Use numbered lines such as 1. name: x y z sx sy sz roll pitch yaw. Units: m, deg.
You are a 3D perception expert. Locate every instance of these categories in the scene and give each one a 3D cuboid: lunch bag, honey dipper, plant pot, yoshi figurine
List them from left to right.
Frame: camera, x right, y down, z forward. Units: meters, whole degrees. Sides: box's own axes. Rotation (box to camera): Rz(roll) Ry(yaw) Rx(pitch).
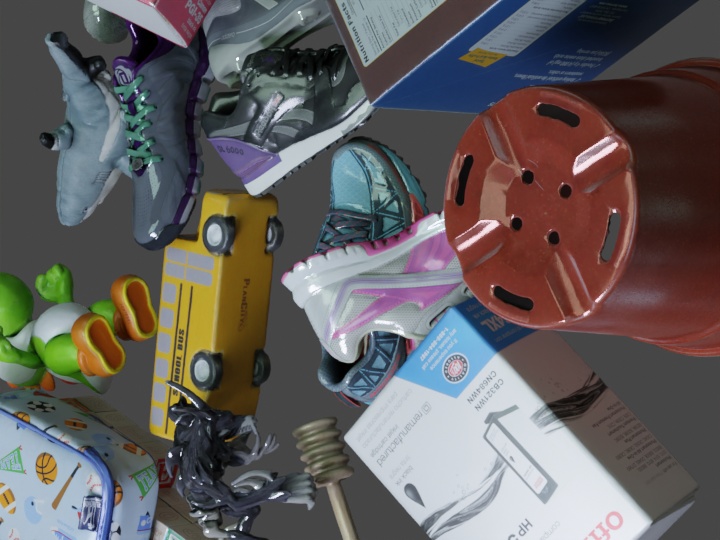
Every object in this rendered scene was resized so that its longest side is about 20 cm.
1. yoshi figurine: -0.272 0.042 1.837 0.199 0.112 0.113 -10 69 43
2. lunch bag: -0.250 0.195 1.759 0.199 0.075 0.162 26 110 38
3. honey dipper: -0.003 0.211 1.651 0.038 0.038 0.201 -28 76 37
4. plant pot: 0.167 -0.041 1.389 0.200 0.194 0.203 1 91 40

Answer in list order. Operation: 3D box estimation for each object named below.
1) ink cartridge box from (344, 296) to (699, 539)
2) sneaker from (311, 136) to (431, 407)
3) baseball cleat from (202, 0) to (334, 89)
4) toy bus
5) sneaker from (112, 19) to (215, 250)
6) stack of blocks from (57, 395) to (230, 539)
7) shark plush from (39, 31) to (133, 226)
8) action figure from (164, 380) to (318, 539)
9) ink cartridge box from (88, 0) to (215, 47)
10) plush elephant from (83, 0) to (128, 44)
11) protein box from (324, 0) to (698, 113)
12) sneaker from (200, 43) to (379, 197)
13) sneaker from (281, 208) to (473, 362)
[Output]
1. ink cartridge box: 0.109 0.133 1.491 0.200 0.084 0.146 47 121 15
2. sneaker: 0.000 0.000 1.599 0.079 0.095 0.202 -9 85 41
3. baseball cleat: -0.058 -0.220 1.661 0.199 0.069 0.107 -30 73 36
4. toy bus: -0.116 0.035 1.722 0.078 0.065 0.202 12 99 41
5. sneaker: -0.171 -0.117 1.708 0.074 0.087 0.202 -17 57 42
6. stack of blocks: -0.193 0.200 1.795 0.199 0.058 0.116 31 111 36
7. shark plush: -0.220 -0.112 1.746 0.091 0.083 0.200 51 161 19
8. action figure: -0.093 0.163 1.658 0.119 0.101 0.201 -125 20 -54
9. ink cartridge box: -0.149 -0.295 1.663 0.146 0.083 0.201 27 81 23
10. plush elephant: -0.291 -0.278 1.807 0.154 0.165 0.201 -25 46 25
11. protein box: 0.107 -0.212 1.433 0.200 0.198 0.136 -36 69 35
12. sneaker: -0.045 -0.135 1.625 0.200 0.076 0.088 -34 106 35
13. sneaker: 0.049 0.008 1.534 0.199 0.081 0.089 -20 88 5
